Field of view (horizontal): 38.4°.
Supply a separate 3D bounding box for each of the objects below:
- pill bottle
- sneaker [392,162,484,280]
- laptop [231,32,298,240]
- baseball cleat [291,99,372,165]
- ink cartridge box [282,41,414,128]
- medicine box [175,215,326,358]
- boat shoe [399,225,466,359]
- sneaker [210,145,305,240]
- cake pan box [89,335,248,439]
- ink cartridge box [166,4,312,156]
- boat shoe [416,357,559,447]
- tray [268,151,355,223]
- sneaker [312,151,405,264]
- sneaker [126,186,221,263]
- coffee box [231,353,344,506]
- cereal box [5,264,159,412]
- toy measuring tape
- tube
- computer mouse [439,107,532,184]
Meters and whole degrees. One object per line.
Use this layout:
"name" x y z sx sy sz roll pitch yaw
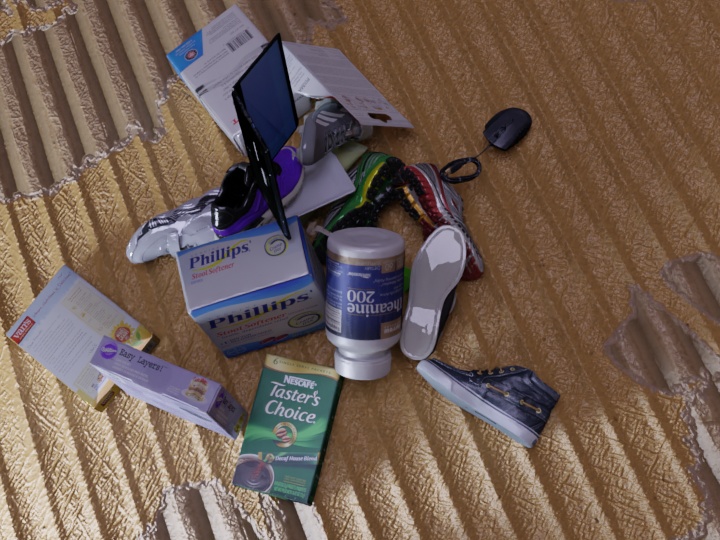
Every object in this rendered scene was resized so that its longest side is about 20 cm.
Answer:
"pill bottle" 0.006 0.048 1.467 0.110 0.111 0.201 5 109 10
"sneaker" 0.134 -0.079 1.560 0.082 0.078 0.201 -25 84 -40
"laptop" -0.105 -0.180 1.399 0.103 0.178 0.200 -24 53 -10
"baseball cleat" -0.037 -0.217 1.593 0.106 0.070 0.200 8 34 6
"ink cartridge box" -0.031 -0.275 1.610 0.057 0.162 0.200 -48 70 28
"medicine box" -0.146 0.028 1.500 0.181 0.200 0.103 -17 66 2
"boat shoe" 0.108 0.033 1.511 0.073 0.060 0.201 13 92 10
"sneaker" -0.152 -0.130 1.520 0.069 0.100 0.200 19 56 26
"cake pan box" -0.273 0.171 1.482 0.199 0.184 0.053 20 71 15
"ink cartridge box" -0.196 -0.308 1.683 0.146 0.084 0.200 -37 71 -5
"boat shoe" 0.184 0.164 1.483 0.200 0.071 0.091 32 77 10
"tray" -0.113 -0.109 1.576 0.199 0.022 0.108 -25 50 -6
"sneaker" -0.010 -0.095 1.602 0.200 0.078 0.085 -53 40 -4
"sneaker" -0.260 -0.041 1.607 0.199 0.075 0.115 -29 67 -6
"coffee box" -0.105 0.230 1.511 0.122 0.044 0.201 12 74 12
"cereal box" -0.431 0.103 1.603 0.200 0.040 0.144 35 80 18
"toy measuring tape" 0.000 0.000 1.547 0.199 0.074 0.074 27 76 -3
"tube" -0.075 -0.135 1.629 0.058 0.052 0.200 41 73 -14
"computer mouse" 0.194 -0.195 1.582 0.059 0.034 0.200 41 61 14
